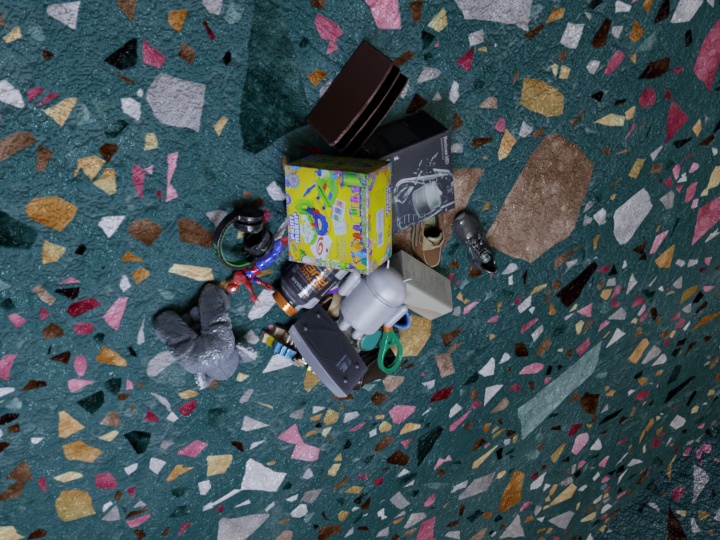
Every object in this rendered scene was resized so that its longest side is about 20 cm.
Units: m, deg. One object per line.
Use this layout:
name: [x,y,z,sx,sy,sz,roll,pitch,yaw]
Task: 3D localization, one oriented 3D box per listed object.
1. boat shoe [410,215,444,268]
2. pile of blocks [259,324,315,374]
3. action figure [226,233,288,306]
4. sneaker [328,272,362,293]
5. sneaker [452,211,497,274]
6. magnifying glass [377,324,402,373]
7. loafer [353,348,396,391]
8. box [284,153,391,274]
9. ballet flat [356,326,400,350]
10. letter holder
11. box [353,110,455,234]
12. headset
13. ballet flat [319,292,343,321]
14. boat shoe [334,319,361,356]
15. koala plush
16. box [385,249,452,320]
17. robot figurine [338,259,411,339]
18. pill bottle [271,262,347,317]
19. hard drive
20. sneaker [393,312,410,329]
boat shoe: [0.165,-0.086,1.780,0.074,0.074,0.203,-24,129,-13]
pile of blocks: [-0.145,0.180,1.721,0.063,0.197,0.082,-64,172,5]
action figure: [-0.200,0.005,1.614,0.198,0.100,0.065,-34,172,-2]
sneaker: [0.000,0.000,1.745,0.199,0.070,0.100,-40,134,0]
sneaker: [0.299,-0.069,1.867,0.075,0.079,0.201,-38,130,-1]
magnifying glass: [0.069,0.163,1.808,0.079,0.022,0.204,-30,129,-36]
loafer: [0.036,0.243,1.862,0.200,0.070,0.074,-43,152,-52]
box: [-0.043,-0.119,1.499,0.122,0.189,0.205,-36,131,-56]
ballet flat: [0.028,0.159,1.838,0.075,0.074,0.199,-54,153,12]
letter holder: [0.007,-0.331,1.479,0.100,0.142,0.201,30,103,-40]
box: [0.094,-0.212,1.625,0.194,0.124,0.203,-24,130,-16]
headset: [-0.216,-0.081,1.549,0.199,0.093,0.125,-40,134,-22]
ballet flat: [-0.107,0.128,1.785,0.063,0.069,0.200,41,93,-13]
boat shoe: [-0.030,0.185,1.816,0.073,0.065,0.201,-42,152,-9]
koala plush: [-0.327,0.176,1.621,0.175,0.185,0.202,-30,143,-8]
box: [0.138,0.039,1.821,0.077,0.097,0.198,-26,139,35]
robot figurine: [0.030,0.066,1.696,0.168,0.114,0.201,31,115,-23]
pill bottle: [-0.109,0.012,1.665,0.200,0.106,0.106,-45,131,4]
hard drive: [-0.076,0.184,1.682,0.042,0.135,0.201,-34,95,34]
sneaker: [0.057,0.085,1.826,0.198,0.083,0.074,29,106,-39]
